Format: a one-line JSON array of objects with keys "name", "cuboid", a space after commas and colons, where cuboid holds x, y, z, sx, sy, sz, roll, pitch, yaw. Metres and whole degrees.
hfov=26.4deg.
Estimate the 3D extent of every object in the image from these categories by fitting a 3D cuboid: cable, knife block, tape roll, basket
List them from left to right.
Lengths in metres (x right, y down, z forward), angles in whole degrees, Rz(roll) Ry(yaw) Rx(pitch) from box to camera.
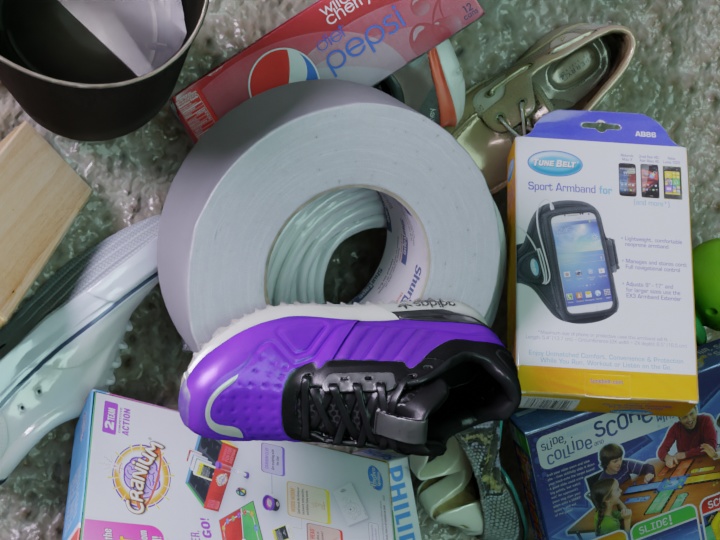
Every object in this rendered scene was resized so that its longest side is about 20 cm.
[{"name": "knife block", "cuboid": [-0.224, 0.002, 0.869, 0.200, 0.175, 0.064, -48, 109, -15]}, {"name": "basket", "cuboid": [-0.162, -0.153, 0.866, 0.180, 0.200, 0.136, 43, 80, 3]}, {"name": "tape roll", "cuboid": [-0.018, -0.009, 0.914, 0.198, 0.066, 0.202, -7, 110, -21]}, {"name": "cable", "cuboid": [0.000, 0.000, 1.001, 0.199, 0.069, 0.201, 21, 100, -28]}]

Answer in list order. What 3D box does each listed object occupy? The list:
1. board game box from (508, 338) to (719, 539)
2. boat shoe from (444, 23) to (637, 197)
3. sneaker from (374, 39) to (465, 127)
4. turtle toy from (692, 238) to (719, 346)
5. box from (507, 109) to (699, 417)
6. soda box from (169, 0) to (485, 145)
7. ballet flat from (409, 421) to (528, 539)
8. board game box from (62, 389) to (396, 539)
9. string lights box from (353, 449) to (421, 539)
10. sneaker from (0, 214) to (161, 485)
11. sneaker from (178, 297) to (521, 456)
[{"name": "board game box", "cuboid": [0.207, 0.130, 1.035, 0.198, 0.034, 0.137, -17, 110, -10]}, {"name": "boat shoe", "cuboid": [0.114, -0.107, 1.073, 0.200, 0.065, 0.072, -41, 106, -17]}, {"name": "sneaker", "cuboid": [0.004, -0.181, 1.022, 0.081, 0.077, 0.202, -22, 96, -10]}, {"name": "turtle toy", "cuboid": [0.210, 0.053, 1.097, 0.200, 0.101, 0.146, -44, 107, -22]}, {"name": "box", "cuboid": [0.156, -0.008, 1.005, 0.118, 0.042, 0.202, 4, 67, -3]}, {"name": "soda box", "cuboid": [-0.021, -0.137, 0.969, 0.199, 0.070, 0.064, -31, 99, 7]}, {"name": "ballet flat", "cuboid": [0.066, 0.130, 1.027, 0.072, 0.072, 0.201, -33, 137, -19]}, {"name": "board game box", "cuboid": [-0.074, 0.160, 0.904, 0.198, 0.154, 0.040, 16, 129, -17]}, {"name": "string lights box", "cuboid": [-0.059, 0.192, 1.008, 0.198, 0.059, 0.104, -13, 95, -23]}, {"name": "sneaker", "cuboid": [-0.178, 0.049, 0.955, 0.200, 0.073, 0.071, -42, 116, -8]}, {"name": "sneaker", "cuboid": [0.002, 0.067, 0.851, 0.198, 0.100, 0.070, -9, 120, -21]}]
